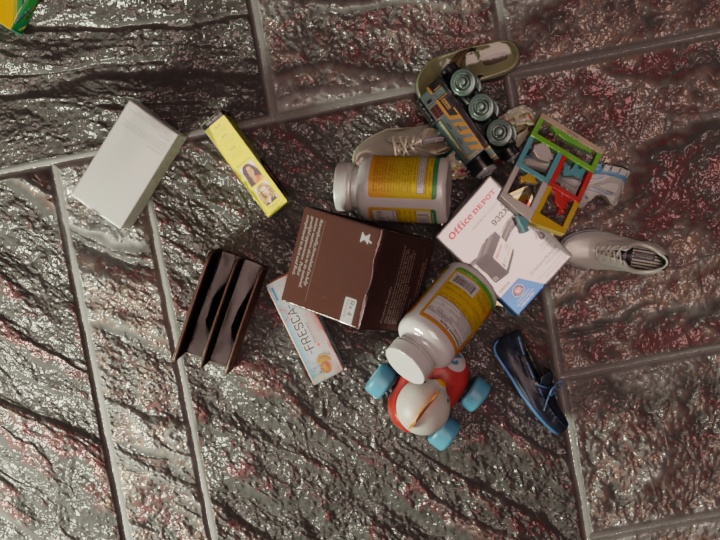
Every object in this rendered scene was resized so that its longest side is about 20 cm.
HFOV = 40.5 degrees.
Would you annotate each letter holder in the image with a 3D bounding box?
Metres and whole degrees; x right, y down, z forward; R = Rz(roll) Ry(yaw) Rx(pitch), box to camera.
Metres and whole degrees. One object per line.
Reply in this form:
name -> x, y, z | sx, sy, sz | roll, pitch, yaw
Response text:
letter holder -> -0.248, 0.074, 1.724 | 0.099, 0.142, 0.204 | 20, 94, 0

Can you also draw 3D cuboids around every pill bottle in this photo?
pill bottle -> 0.133, 0.092, 1.649 | 0.111, 0.111, 0.200 | 44, 65, -2
pill bottle -> 0.056, -0.142, 1.695 | 0.196, 0.113, 0.115 | 3, 94, 11

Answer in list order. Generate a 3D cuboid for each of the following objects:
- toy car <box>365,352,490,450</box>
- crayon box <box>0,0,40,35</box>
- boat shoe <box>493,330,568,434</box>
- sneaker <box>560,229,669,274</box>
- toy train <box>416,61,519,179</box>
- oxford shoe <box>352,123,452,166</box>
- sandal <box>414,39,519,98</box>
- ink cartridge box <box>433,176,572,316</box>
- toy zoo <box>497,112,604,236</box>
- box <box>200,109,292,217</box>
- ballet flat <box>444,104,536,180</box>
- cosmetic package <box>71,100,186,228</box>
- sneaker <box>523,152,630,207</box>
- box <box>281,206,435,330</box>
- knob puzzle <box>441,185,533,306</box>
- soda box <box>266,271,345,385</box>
toy car -> 0.120, 0.216, 1.694 | 0.183, 0.200, 0.178 | 39, 94, -2
crayon box -> -0.666, -0.528, 1.739 | 0.198, 0.058, 0.120 | 32, 94, -1
boat shoe -> 0.316, 0.200, 1.746 | 0.068, 0.084, 0.201 | -36, 95, 15
sneaker -> 0.452, -0.034, 1.735 | 0.196, 0.071, 0.075 | 3, 94, 1
toy train -> 0.185, -0.255, 1.672 | 0.113, 0.085, 0.201 | -37, 84, 15
oxford shoe -> 0.079, -0.221, 1.740 | 0.196, 0.058, 0.077 | -13, 97, 5
sandal -> 0.187, -0.360, 1.728 | 0.198, 0.057, 0.081 | -23, 93, 3
ink cartridge box -> 0.245, -0.043, 1.702 | 0.200, 0.084, 0.145 | 43, 93, 1
toy zoo -> 0.319, -0.151, 1.664 | 0.130, 0.020, 0.202 | 29, 77, -4
box -> -0.201, -0.190, 1.742 | 0.050, 0.075, 0.201 | -37, 93, 5
ballet flat -> 0.229, -0.218, 1.725 | 0.199, 0.076, 0.064 | -38, 50, 4
cosmetic package -> -0.412, -0.187, 1.744 | 0.112, 0.081, 0.202 | 35, 95, -1
sneaker -> 0.375, -0.158, 1.731 | 0.196, 0.075, 0.088 | 12, 100, 1
box -> 0.000, 0.000, 1.659 | 0.162, 0.199, 0.169 | 18, 94, 30
knob puzzle -> 0.260, -0.025, 1.761 | 0.215, 0.030, 0.225 | 0, 93, 1
soda box -> -0.098, 0.099, 1.758 | 0.063, 0.068, 0.203 | -25, 92, 3
